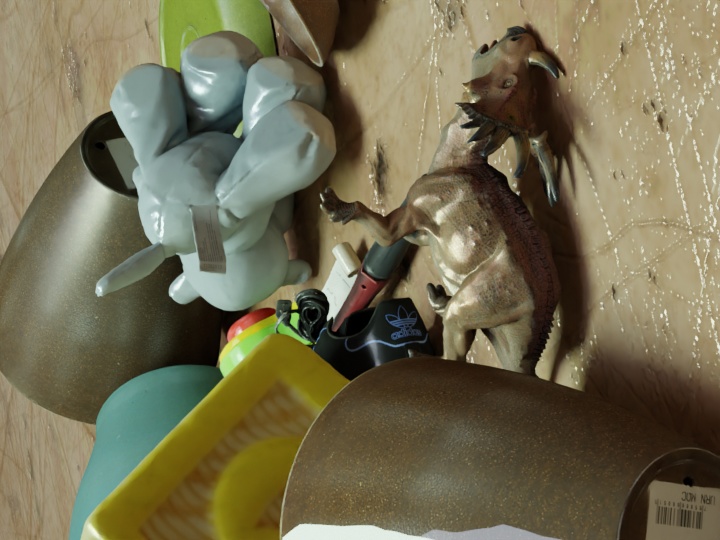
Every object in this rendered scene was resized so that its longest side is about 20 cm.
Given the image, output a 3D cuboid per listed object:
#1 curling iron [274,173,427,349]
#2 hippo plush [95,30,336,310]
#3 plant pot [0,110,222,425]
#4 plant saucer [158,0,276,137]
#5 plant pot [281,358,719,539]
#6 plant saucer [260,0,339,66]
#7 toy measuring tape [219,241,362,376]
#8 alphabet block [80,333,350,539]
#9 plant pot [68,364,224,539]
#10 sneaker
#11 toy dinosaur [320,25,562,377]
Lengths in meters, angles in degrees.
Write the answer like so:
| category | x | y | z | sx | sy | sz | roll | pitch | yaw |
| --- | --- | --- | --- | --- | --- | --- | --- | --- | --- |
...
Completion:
| category | x | y | z | sx | sy | sz | roll | pitch | yaw |
| --- | --- | --- | --- | --- | --- | --- | --- | --- | --- |
| curling iron | 0.000 | 0.000 | 1.421 | 0.200 | 0.049 | 0.026 | -47 | 31 | 49 |
| hippo plush | -0.075 | -0.045 | 1.521 | 0.161 | 0.158 | 0.201 | 60 | -157 | -55 |
| plant pot | -0.177 | -0.018 | 1.680 | 0.201 | 0.186 | 0.188 | 110 | 143 | -46 |
| plant saucer | -0.110 | -0.155 | 1.656 | 0.200 | 0.031 | 0.202 | 171 | 90 | -68 |
| plant pot | 0.092 | 0.133 | 1.104 | 0.199 | 0.186 | 0.188 | -7 | 93 | 54 |
| plant saucer | -0.071 | -0.220 | 1.428 | 0.201 | 0.034 | 0.200 | 55 | 178 | 4 |
| toy measuring tape | -0.054 | 0.046 | 1.542 | 0.200 | 0.073 | 0.074 | 120 | 135 | -58 |
| alphabet block | -0.053 | 0.197 | 1.371 | 0.196 | 0.195 | 0.200 | 37 | 144 | 9 |
| plant pot | -0.121 | 0.181 | 1.633 | 0.201 | 0.198 | 0.189 | 103 | 163 | -44 |
| sneaker | -0.005 | 0.069 | 1.453 | 0.200 | 0.070 | 0.079 | -22 | 75 | 61 |
| toy dinosaur | 0.073 | -0.017 | 1.216 | 0.135 | 0.086 | 0.201 | -21 | 96 | 32 |
